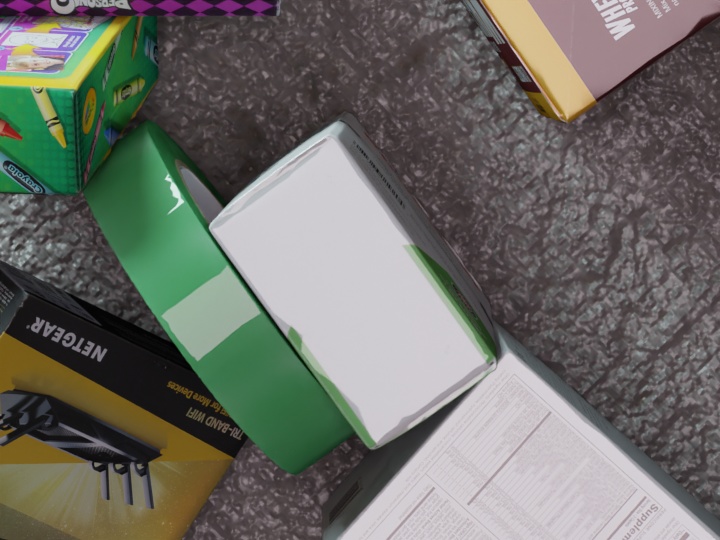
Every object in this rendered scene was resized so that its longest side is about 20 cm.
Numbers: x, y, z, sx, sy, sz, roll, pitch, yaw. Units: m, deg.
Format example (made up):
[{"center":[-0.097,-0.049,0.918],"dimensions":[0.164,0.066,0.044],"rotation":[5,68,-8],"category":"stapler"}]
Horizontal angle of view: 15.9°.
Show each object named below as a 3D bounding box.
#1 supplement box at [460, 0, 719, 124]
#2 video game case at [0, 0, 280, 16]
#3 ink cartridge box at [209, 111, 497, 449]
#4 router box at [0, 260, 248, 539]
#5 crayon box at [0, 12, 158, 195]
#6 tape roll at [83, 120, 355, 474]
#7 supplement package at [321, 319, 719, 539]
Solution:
[{"center":[0.130,-0.216,1.392],"dimensions":[0.200,0.133,0.198],"rotation":[-35,95,2],"category":"supplement box"},{"center":[-0.140,-0.218,1.391],"dimensions":[0.199,0.036,0.182],"rotation":[-1,60,-1],"category":"video game case"},{"center":[0.000,0.000,1.378],"dimensions":[0.084,0.200,0.146],"rotation":[-36,94,5],"category":"ink cartridge box"},{"center":[-0.166,0.098,1.397],"dimensions":[0.200,0.052,0.158],"rotation":[28,97,-47],"category":"router box"},{"center":[-0.183,-0.100,1.355],"dimensions":[0.118,0.200,0.059],"rotation":[3,112,7],"category":"crayon box"},{"center":[-0.073,0.014,1.376],"dimensions":[0.048,0.200,0.201],"rotation":[-36,95,4],"category":"tape roll"},{"center":[0.100,0.153,1.414],"dimensions":[0.200,0.152,0.151],"rotation":[42,94,-4],"category":"supplement package"}]
